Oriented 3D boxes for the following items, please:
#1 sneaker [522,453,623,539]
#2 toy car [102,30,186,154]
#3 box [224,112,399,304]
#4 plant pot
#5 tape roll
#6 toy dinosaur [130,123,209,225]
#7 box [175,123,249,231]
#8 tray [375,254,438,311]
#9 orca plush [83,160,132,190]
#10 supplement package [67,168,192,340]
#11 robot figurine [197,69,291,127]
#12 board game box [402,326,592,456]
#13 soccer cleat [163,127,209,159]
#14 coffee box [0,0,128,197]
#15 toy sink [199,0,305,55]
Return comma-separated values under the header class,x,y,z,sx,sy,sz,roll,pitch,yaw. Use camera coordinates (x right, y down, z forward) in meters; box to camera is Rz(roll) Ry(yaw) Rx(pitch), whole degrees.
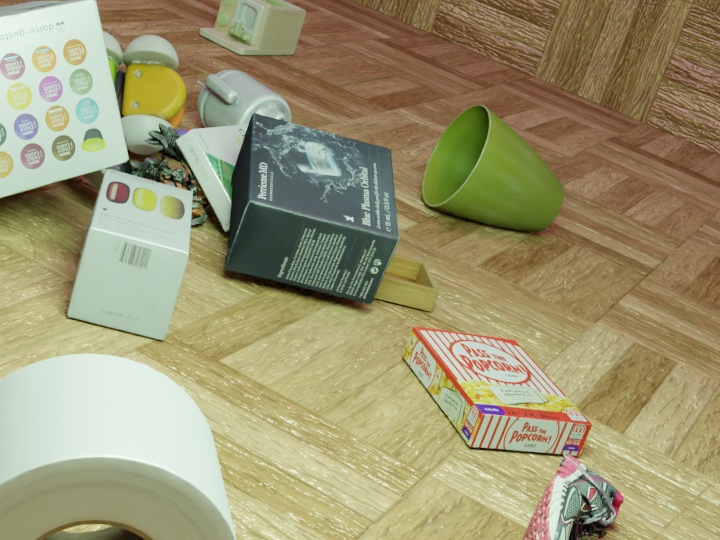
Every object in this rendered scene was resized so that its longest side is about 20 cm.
class,x,y,z,sx,sy,sz,roll,pitch,yaw
sneaker,0.211,0.239,1.283,0.074,0.081,0.200,26,21,14
toy car,-0.358,-0.252,1.948,0.198,0.177,0.150,5,-17,-5
box,-0.063,-0.081,1.684,0.198,0.118,0.197,13,38,-14
plant pot,0.236,-0.148,2.197,0.199,0.188,0.187,27,16,-23
tape roll,-0.189,0.178,0.906,0.201,0.204,0.139,11,21,-20
toy dinosaur,-0.250,-0.115,1.797,0.136,0.102,0.200,48,12,12
box,-0.166,-0.134,1.836,0.145,0.036,0.200,61,25,3
tray,0.000,0.000,1.770,0.198,0.037,0.099,15,21,-15
orca plush,-0.339,-0.148,1.741,0.071,0.106,0.200,-34,14,-20
supplement package,-0.258,-0.023,1.488,0.113,0.110,0.200,15,21,-12
robot figurine,-0.192,-0.258,2.141,0.200,0.113,0.170,37,-11,40
board game box,0.156,0.140,1.534,0.150,0.047,0.200,8,23,-27
soccer cleat,-0.219,-0.196,2.016,0.198,0.074,0.068,16,21,-8
coffee box,-0.421,-0.205,1.553,0.199,0.199,0.199,-20,19,-32
toy sink,-0.233,-0.543,2.837,0.130,0.113,0.200,29,22,26
